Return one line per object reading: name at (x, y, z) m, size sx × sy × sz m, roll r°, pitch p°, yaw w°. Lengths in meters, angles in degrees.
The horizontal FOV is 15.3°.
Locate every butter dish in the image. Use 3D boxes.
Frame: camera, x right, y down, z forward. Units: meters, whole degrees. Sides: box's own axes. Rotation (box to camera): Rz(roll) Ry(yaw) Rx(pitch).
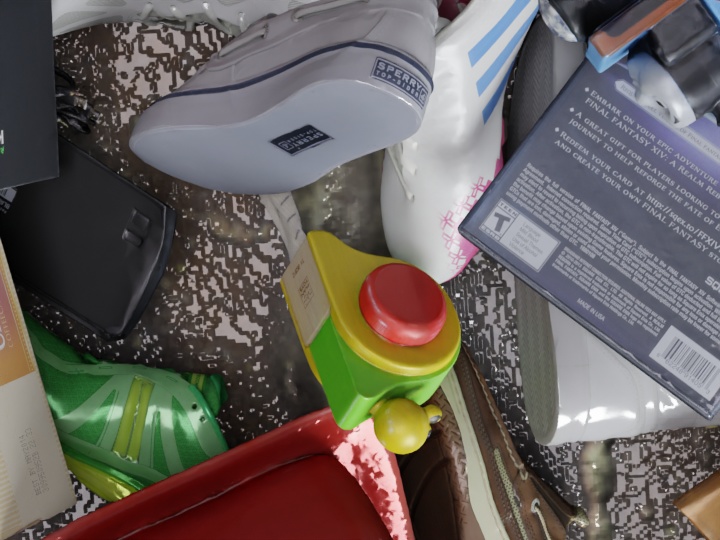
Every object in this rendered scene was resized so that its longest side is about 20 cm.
butter dish at (-0.036, 0.193, 1.226) m, size 0.199 × 0.148 × 0.200 m, roll -23°, pitch 119°, yaw -18°

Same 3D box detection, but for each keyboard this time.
keyboard at (-0.168, -0.058, 1.298) m, size 0.200 × 0.040 × 0.104 m, roll 33°, pitch 109°, yaw 14°

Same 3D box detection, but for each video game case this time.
video game case at (0.159, -0.055, 1.203) m, size 0.143 × 0.019 × 0.200 m, roll 37°, pitch 87°, yaw 11°

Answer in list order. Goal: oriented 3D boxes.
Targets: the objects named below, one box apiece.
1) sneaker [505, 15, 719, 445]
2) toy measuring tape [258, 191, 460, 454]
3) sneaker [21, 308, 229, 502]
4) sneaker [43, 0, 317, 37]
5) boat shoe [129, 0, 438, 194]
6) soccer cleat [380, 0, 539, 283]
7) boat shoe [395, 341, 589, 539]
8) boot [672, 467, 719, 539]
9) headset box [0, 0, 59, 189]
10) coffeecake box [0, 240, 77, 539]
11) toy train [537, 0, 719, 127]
sneaker at (0.133, -0.021, 1.267) m, size 0.115 × 0.074 × 0.201 m, roll -2°, pitch 88°, yaw -14°
toy measuring tape at (0.000, 0.000, 1.258) m, size 0.073 × 0.074 × 0.201 m, roll -27°, pitch 58°, yaw 10°
sneaker at (-0.107, 0.072, 1.304) m, size 0.200 × 0.074 × 0.084 m, roll 39°, pitch 94°, yaw -9°
sneaker at (-0.061, -0.120, 1.260) m, size 0.200 × 0.076 × 0.116 m, roll -20°, pitch 95°, yaw 7°
boat shoe at (-0.031, -0.083, 1.211) m, size 0.073 × 0.200 × 0.066 m, roll 32°, pitch 64°, yaw -33°
soccer cleat at (0.032, -0.087, 1.236) m, size 0.070 × 0.086 × 0.201 m, roll 32°, pitch 116°, yaw 40°
boat shoe at (0.071, 0.125, 1.299) m, size 0.075 × 0.075 × 0.203 m, roll -15°, pitch 92°, yaw -25°
boot at (0.223, 0.048, 1.244) m, size 0.200 × 0.068 × 0.189 m, roll -39°, pitch 111°, yaw -1°
headset box at (-0.255, -0.078, 1.209) m, size 0.199 × 0.174 × 0.093 m, roll 4°, pitch 101°, yaw 29°
coffeecake box at (-0.247, 0.058, 1.269) m, size 0.199 × 0.073 × 0.154 m, roll -10°, pitch 99°, yaw 38°
toy train at (0.176, -0.146, 1.163) m, size 0.200 × 0.087 × 0.114 m, roll -36°, pitch 85°, yaw 1°
